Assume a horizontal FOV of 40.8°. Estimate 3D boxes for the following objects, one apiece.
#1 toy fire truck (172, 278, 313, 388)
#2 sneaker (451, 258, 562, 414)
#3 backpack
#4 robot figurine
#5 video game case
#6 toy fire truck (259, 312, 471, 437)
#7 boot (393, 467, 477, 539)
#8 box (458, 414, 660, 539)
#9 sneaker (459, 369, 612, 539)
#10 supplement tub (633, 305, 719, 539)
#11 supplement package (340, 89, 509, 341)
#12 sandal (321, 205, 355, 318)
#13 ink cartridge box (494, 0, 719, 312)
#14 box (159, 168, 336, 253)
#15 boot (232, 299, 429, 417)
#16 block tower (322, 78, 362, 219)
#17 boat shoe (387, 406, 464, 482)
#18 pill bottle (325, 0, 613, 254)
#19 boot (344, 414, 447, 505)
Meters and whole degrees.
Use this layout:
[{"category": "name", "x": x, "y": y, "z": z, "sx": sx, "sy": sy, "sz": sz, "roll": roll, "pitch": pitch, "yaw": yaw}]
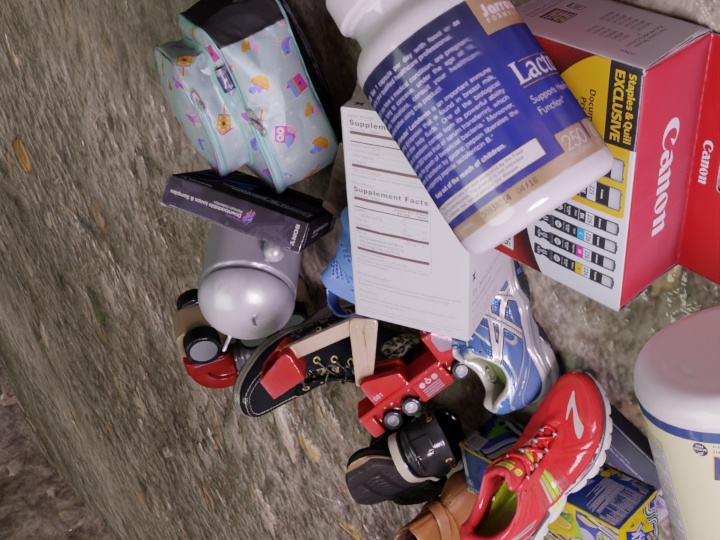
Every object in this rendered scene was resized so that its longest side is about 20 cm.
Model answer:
[{"category": "toy fire truck", "x": -0.144, "y": 0.100, "z": 1.293, "sx": 0.129, "sy": 0.176, "sz": 0.200, "roll": -113, "pitch": 9, "yaw": -47}, {"category": "sneaker", "x": 0.121, "y": 0.044, "z": 0.927, "sx": 0.200, "sy": 0.077, "sz": 0.076, "roll": 62, "pitch": 152, "yaw": -2}, {"category": "backpack", "x": -0.110, "y": -0.175, "z": 0.983, "sx": 0.200, "sy": 0.153, "sz": 0.176, "roll": 57, "pitch": 172, "yaw": -27}, {"category": "robot figurine", "x": -0.128, "y": -0.003, "z": 1.140, "sx": 0.113, "sy": 0.200, "sz": 0.170, "roll": 18, "pitch": 142, "yaw": -17}, {"category": "video game case", "x": 0.234, "y": 0.209, "z": 0.972, "sx": 0.143, "sy": 0.019, "sz": 0.200, "roll": 45, "pitch": 147, "yaw": 21}, {"category": "toy fire truck", "x": 0.011, "y": 0.094, "z": 1.015, "sx": 0.141, "sy": 0.200, "sz": 0.049, "roll": 50, "pitch": -170, "yaw": -14}, {"category": "boot", "x": 0.105, "y": 0.304, "z": 1.113, "sx": 0.077, "sy": 0.155, "sz": 0.200, "roll": 42, "pitch": 147, "yaw": 25}, {"category": "box", "x": 0.193, "y": 0.218, "z": 0.960, "sx": 0.200, "sy": 0.064, "sz": 0.070, "roll": 23, "pitch": 135, "yaw": 46}, {"category": "sneaker", "x": 0.158, "y": 0.181, "z": 0.883, "sx": 0.085, "sy": 0.200, "sz": 0.077, "roll": 24, "pitch": -175, "yaw": -46}, {"category": "supplement tub", "x": 0.289, "y": 0.139, "z": 0.699, "sx": 0.145, "sy": 0.145, "sz": 0.200, "roll": 9, "pitch": 125, "yaw": 53}, {"category": "supplement package", "x": 0.060, "y": -0.061, "z": 0.815, "sx": 0.109, "sy": 0.114, "sz": 0.200, "roll": 13, "pitch": 128, "yaw": 23}, {"category": "sandal", "x": 0.000, "y": 0.000, "z": 0.990, "sx": 0.200, "sy": 0.087, "sz": 0.080, "roll": 75, "pitch": 178, "yaw": -61}, {"category": "ink cartridge box", "x": 0.185, "y": -0.082, "z": 0.707, "sx": 0.175, "sy": 0.084, "sz": 0.200, "roll": 30, "pitch": 140, "yaw": 39}, {"category": "box", "x": -0.106, "y": -0.067, "z": 0.997, "sx": 0.143, "sy": 0.200, "sz": 0.036, "roll": 19, "pitch": 102, "yaw": 4}, {"category": "boot", "x": -0.029, "y": 0.112, "z": 1.094, "sx": 0.154, "sy": 0.203, "sz": 0.074, "roll": 19, "pitch": 133, "yaw": 42}, {"category": "block tower", "x": 0.015, "y": -0.123, "z": 0.942, "sx": 0.054, "sy": 0.058, "sz": 0.200, "roll": 37, "pitch": 144, "yaw": 11}, {"category": "boat shoe", "x": 0.086, "y": 0.187, "z": 1.056, "sx": 0.074, "sy": 0.063, "sz": 0.201, "roll": 64, "pitch": -169, "yaw": 12}, {"category": "pill bottle", "x": 0.068, "y": -0.121, "z": 0.646, "sx": 0.200, "sy": 0.116, "sz": 0.116, "roll": 57, "pitch": 150, "yaw": 3}, {"category": "boot", "x": 0.021, "y": 0.189, "z": 1.101, "sx": 0.200, "sy": 0.077, "sz": 0.139, "roll": 38, "pitch": -153, "yaw": -60}]
